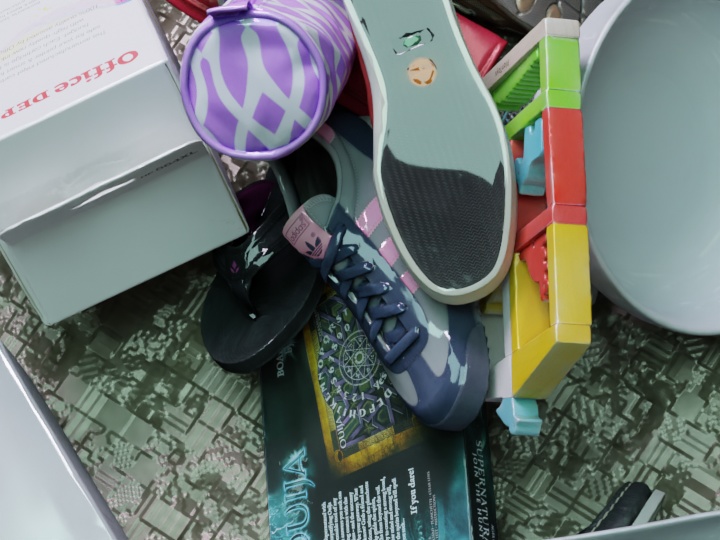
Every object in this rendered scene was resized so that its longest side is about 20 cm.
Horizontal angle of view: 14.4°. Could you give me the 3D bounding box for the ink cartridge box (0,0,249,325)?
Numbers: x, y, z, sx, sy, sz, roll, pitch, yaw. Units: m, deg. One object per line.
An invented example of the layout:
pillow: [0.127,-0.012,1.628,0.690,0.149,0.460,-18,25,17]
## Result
ink cartridge box: [-0.154,-0.078,1.564,0.128,0.125,0.200,-25,37,1]

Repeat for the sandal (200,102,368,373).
sandal: [-0.049,-0.031,1.585,0.075,0.048,0.201,-10,47,36]

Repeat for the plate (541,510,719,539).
plate: [0.114,0.228,1.456,0.199,0.032,0.201,-8,99,-5]

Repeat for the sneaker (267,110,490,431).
sneaker: [0.000,0.000,1.501,0.070,0.082,0.200,-51,50,34]

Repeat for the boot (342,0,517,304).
boot: [0.040,-0.077,1.507,0.072,0.144,0.201,-14,83,4]

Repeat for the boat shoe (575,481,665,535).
boat shoe: [0.084,0.184,1.508,0.060,0.074,0.200,38,89,15]

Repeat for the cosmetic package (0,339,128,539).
cosmetic package: [-0.188,0.153,1.559,0.113,0.081,0.200,-31,68,-2]

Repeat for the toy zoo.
toy zoo: [0.084,-0.014,1.468,0.020,0.131,0.201,3,73,-17]

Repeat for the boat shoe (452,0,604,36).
boat shoe: [0.067,-0.180,1.616,0.200,0.072,0.076,29,74,-15]

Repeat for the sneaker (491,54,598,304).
sneaker: [0.088,-0.033,1.587,0.091,0.077,0.201,15,87,53]

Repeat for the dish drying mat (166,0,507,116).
dish drying mat: [-0.022,-0.144,1.602,0.200,0.018,0.077,30,92,10]

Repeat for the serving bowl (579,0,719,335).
serving bowl: [0.169,-0.067,1.538,0.066,0.200,0.201,4,66,53]

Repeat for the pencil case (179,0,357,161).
pencil case: [-0.045,-0.120,1.499,0.084,0.200,0.086,-5,107,5]

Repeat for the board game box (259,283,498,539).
board game box: [0.006,0.078,1.550,0.135,0.028,0.201,-17,66,32]
